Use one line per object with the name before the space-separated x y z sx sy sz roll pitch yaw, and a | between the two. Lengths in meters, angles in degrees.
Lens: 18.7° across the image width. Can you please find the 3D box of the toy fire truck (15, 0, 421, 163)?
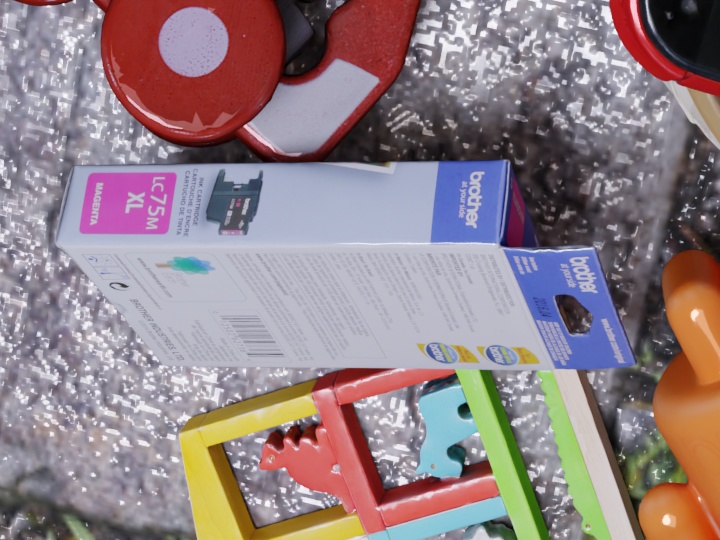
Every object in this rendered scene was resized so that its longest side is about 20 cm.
toy fire truck | -0.055 -0.144 0.805 0.200 0.112 0.168 42 89 -3

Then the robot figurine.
robot figurine | 0.184 0.074 0.816 0.144 0.116 0.201 -38 100 -26

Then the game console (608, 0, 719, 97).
game console | 0.191 -0.147 0.764 0.175 0.031 0.202 15 99 -11

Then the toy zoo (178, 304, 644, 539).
toy zoo | 0.010 0.104 0.906 0.198 0.020 0.132 -17 103 15

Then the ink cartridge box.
ink cartridge box | 0.000 0.000 0.821 0.198 0.119 0.042 2 67 17

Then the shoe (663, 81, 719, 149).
shoe | 0.123 -0.119 0.807 0.070 0.053 0.201 -32 104 -12
